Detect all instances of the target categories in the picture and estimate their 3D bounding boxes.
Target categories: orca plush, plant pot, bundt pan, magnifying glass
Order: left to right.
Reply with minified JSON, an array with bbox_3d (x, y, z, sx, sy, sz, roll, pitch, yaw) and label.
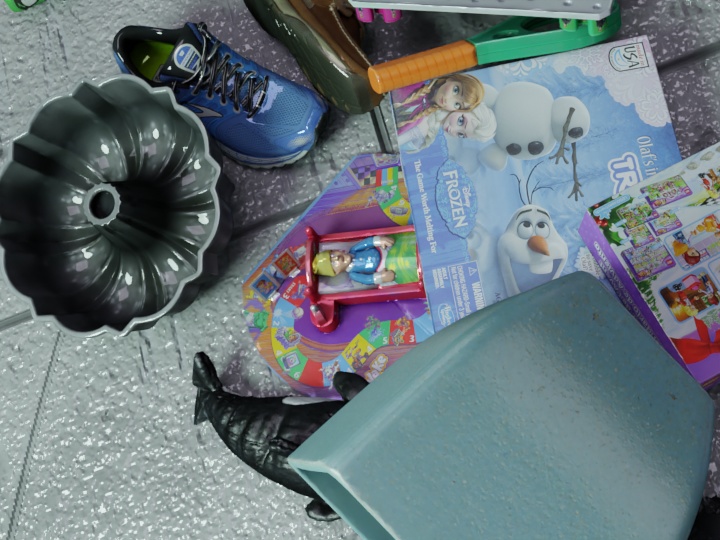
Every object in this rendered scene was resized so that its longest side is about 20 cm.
[{"bbox_3d":[-0.184,-0.044,1.012,0.199,0.076,0.205,-3,81,18],"label":"bundt pan"},{"bbox_3d":[-0.047,0.110,0.923,0.199,0.071,0.106,31,92,24],"label":"orca plush"},{"bbox_3d":[0.101,-0.169,0.965,0.197,0.023,0.080,-20,26,-11],"label":"magnifying glass"},{"bbox_3d":[0.098,0.113,0.798,0.196,0.196,0.200,44,78,-2],"label":"plant pot"}]

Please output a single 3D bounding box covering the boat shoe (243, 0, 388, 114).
[{"bbox_3d":[-0.032,-0.204,1.027,0.073,0.076,0.200,-33,54,-8],"label":"boat shoe"}]

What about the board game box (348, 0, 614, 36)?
[{"bbox_3d":[0.111,-0.257,1.001,0.197,0.026,0.202,7,52,19],"label":"board game box"}]

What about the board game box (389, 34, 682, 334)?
[{"bbox_3d":[0.133,-0.056,0.934,0.196,0.043,0.203,-11,68,1],"label":"board game box"}]

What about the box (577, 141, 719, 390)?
[{"bbox_3d":[0.264,-0.020,0.867,0.198,0.039,0.138,-25,70,-11],"label":"box"}]

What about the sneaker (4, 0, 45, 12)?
[{"bbox_3d":[-0.327,-0.319,1.165,0.085,0.078,0.201,-33,66,4],"label":"sneaker"}]

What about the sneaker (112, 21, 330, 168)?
[{"bbox_3d":[-0.117,-0.143,1.032,0.198,0.089,0.079,20,78,20],"label":"sneaker"}]

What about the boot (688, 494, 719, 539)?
[{"bbox_3d":[0.220,0.253,0.802,0.162,0.073,0.199,-38,64,-3],"label":"boot"}]

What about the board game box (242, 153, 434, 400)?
[{"bbox_3d":[0.000,0.000,0.971,0.158,0.039,0.200,41,87,25],"label":"board game box"}]
